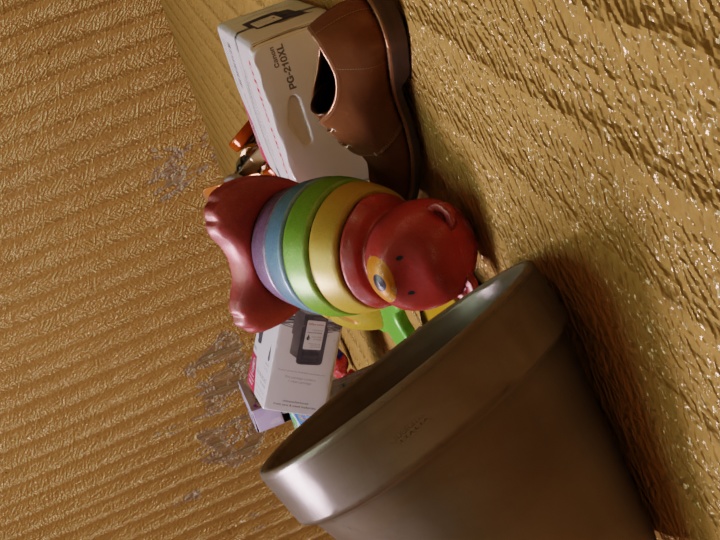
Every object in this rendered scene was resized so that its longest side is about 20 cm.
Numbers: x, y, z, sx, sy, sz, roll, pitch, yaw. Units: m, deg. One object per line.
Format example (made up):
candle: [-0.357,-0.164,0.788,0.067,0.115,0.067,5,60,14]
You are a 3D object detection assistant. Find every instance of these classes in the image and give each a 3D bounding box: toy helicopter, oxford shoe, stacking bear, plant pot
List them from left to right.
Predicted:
toy helicopter: [-0.136,-0.147,1.412,0.079,0.132,0.200,41,157,-10]
stacking bear: [-0.002,-0.015,0.787,0.200,0.114,0.122,5,116,46]
oxford shoe: [0.000,-0.114,0.789,0.200,0.071,0.071,75,167,-48]
plant pot: [0.072,0.120,0.620,0.174,0.200,0.200,51,171,1]

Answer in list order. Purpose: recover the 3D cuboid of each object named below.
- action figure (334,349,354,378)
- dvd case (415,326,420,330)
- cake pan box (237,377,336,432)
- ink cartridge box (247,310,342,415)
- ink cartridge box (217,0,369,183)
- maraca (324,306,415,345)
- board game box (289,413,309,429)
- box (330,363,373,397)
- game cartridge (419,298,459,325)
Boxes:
action figure: [-0.058,0.111,1.779,0.200,0.052,0.065,58,173,28]
dvd case: [0.002,0.155,1.054,0.025,0.200,0.150,36,164,10]
cake pan box: [-0.130,0.228,2.050,0.200,0.184,0.052,-136,26,-72]
ink cartridge box: [-0.077,0.065,1.352,0.145,0.083,0.200,-150,70,-75]
ink cartridge box: [-0.057,-0.158,0.974,0.200,0.084,0.145,-130,20,-67]
maraca: [0.000,0.000,0.947,0.200,0.107,0.137,48,167,53]
board game box: [-0.042,0.251,1.372,0.200,0.037,0.151,-146,36,-72]
box: [0.025,0.240,1.398,0.113,0.101,0.200,82,164,-56]
game cartridge: [0.094,0.087,0.847,0.176,0.032,0.200,-123,16,-53]
